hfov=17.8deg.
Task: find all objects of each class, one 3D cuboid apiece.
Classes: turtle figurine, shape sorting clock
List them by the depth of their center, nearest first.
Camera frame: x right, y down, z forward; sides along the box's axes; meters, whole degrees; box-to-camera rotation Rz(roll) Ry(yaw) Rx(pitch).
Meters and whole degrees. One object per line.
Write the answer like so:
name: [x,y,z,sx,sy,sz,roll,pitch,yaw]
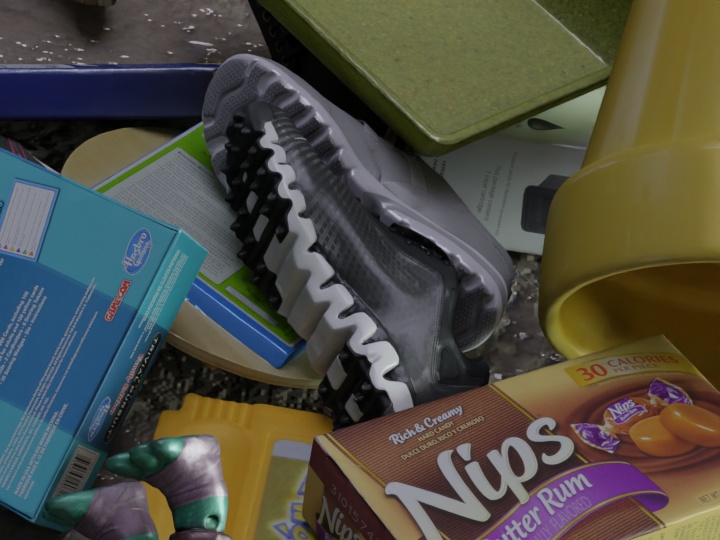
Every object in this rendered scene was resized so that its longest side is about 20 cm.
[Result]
turtle figurine: [-0.069,0.176,0.946,0.101,0.150,0.200,9,59,-55]
shape sorting clock: [-0.067,-0.008,1.207,0.200,0.039,0.200,19,36,-14]

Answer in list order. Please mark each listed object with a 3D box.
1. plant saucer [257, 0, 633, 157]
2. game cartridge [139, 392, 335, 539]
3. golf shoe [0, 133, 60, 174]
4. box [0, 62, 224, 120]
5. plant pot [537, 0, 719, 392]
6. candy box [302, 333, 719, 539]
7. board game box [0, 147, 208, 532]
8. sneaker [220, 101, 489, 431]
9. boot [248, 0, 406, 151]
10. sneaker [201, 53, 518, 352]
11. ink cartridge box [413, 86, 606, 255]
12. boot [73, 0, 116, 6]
plant saucer: [0.045,-0.142,1.269,0.200,0.048,0.200,-25,58,-36]
game cartridge: [-0.010,0.135,1.070,0.200,0.032,0.176,11,38,0]
golf shoe: [-0.170,-0.015,1.194,0.088,0.077,0.200,-6,41,-33]
box: [-0.158,-0.102,1.293,0.200,0.032,0.121,-3,7,-13]
plant pot: [0.197,-0.051,1.163,0.201,0.201,0.189,9,68,-1]
candy box: [0.088,0.105,1.061,0.200,0.056,0.117,-13,43,-28]
board game box: [-0.195,0.014,1.100,0.200,0.047,0.151,25,84,19]
sneaker: [0.000,0.000,1.139,0.090,0.066,0.200,-14,65,-30]
boot: [-0.040,-0.143,1.321,0.077,0.138,0.200,-28,34,5]
sneaker: [-0.001,-0.038,1.209,0.200,0.075,0.082,45,27,4]
ink cartridge box: [0.133,-0.077,1.329,0.200,0.083,0.145,9,38,-1]
boot: [-0.242,-0.218,1.438,0.155,0.072,0.200,-8,36,-22]
